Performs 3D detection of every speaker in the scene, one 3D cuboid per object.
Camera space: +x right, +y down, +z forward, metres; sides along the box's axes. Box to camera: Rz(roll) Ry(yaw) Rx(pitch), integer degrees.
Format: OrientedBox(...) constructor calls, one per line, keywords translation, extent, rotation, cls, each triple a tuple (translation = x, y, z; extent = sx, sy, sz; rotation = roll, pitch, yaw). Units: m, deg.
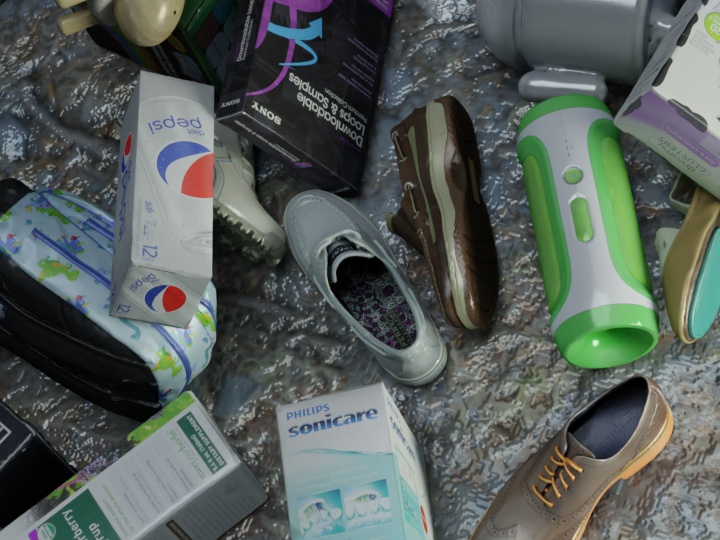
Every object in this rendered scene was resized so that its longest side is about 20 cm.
OrientedBox(translation=(0.172, -0.031, 1.432), extent=(0.088, 0.089, 0.201), rotation=(-13, 62, 9), cls="speaker")

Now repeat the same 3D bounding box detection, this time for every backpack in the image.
OrientedBox(translation=(-0.210, 0.029, 1.474), extent=(0.200, 0.164, 0.153), rotation=(41, 56, 20), cls="backpack")

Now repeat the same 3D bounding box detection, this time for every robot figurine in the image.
OrientedBox(translation=(0.177, -0.210, 1.502), extent=(0.199, 0.113, 0.171), rotation=(11, 73, 20), cls="robot figurine")

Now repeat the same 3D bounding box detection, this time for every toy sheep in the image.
OrientedBox(translation=(-0.198, -0.266, 1.487), extent=(0.137, 0.138, 0.201), rotation=(-26, 78, 2), cls="toy sheep")

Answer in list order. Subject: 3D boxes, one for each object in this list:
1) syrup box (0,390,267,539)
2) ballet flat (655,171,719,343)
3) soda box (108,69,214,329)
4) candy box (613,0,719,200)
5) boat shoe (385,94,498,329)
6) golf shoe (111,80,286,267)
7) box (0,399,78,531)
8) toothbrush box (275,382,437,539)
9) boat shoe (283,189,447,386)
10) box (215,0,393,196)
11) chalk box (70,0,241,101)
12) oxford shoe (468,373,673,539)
OrientedBox(translation=(-0.178, 0.192, 1.426), extent=(0.200, 0.082, 0.079), rotation=(-36, 60, -5), cls="syrup box")
OrientedBox(translation=(0.259, -0.032, 1.426), extent=(0.063, 0.069, 0.201), rotation=(11, 59, 30), cls="ballet flat")
OrientedBox(translation=(-0.150, -0.056, 1.434), extent=(0.063, 0.068, 0.201), rotation=(11, 47, -16), cls="soda box")
OrientedBox(translation=(0.309, -0.145, 1.399), extent=(0.167, 0.072, 0.201), rotation=(35, 65, -5), cls="candy box")
OrientedBox(translation=(0.059, -0.038, 1.484), extent=(0.074, 0.075, 0.203), rotation=(-19, 54, 22), cls="boat shoe")
OrientedBox(translation=(-0.114, -0.088, 1.549), extent=(0.097, 0.078, 0.200), rotation=(-42, 62, -11), cls="golf shoe")
OrientedBox(translation=(-0.360, 0.164, 1.467), extent=(0.198, 0.123, 0.200), rotation=(37, 77, 26), cls="box")
OrientedBox(translation=(0.006, 0.203, 1.332), extent=(0.085, 0.147, 0.201), rotation=(-14, 61, 8), cls="toothbrush box")
OrientedBox(translation=(0.000, 0.001, 1.474), extent=(0.070, 0.072, 0.201), rotation=(-35, 61, -3), cls="boat shoe")
OrientedBox(translation=(-0.041, -0.179, 1.535), extent=(0.036, 0.143, 0.201), rotation=(-10, 60, 41), cls="box")
OrientedBox(translation=(-0.138, -0.236, 1.600), extent=(0.199, 0.125, 0.124), rotation=(25, 74, 24), cls="chalk box")
OrientedBox(translation=(0.142, 0.149, 1.360), extent=(0.071, 0.073, 0.200), rotation=(39, 80, 27), cls="oxford shoe")
